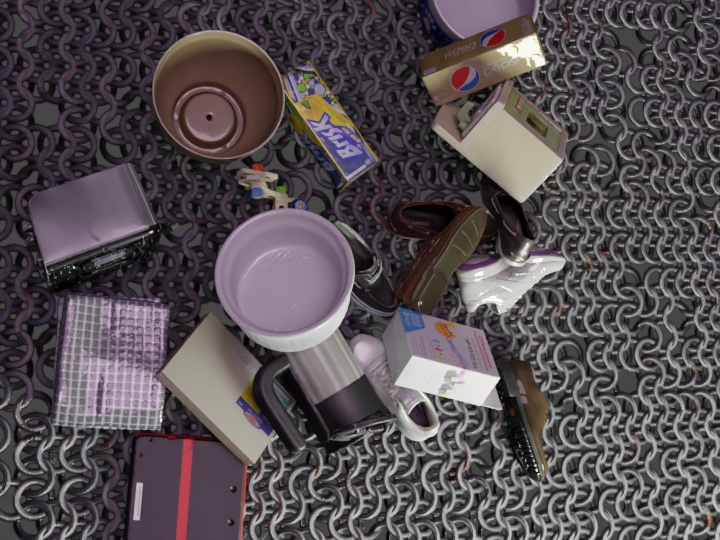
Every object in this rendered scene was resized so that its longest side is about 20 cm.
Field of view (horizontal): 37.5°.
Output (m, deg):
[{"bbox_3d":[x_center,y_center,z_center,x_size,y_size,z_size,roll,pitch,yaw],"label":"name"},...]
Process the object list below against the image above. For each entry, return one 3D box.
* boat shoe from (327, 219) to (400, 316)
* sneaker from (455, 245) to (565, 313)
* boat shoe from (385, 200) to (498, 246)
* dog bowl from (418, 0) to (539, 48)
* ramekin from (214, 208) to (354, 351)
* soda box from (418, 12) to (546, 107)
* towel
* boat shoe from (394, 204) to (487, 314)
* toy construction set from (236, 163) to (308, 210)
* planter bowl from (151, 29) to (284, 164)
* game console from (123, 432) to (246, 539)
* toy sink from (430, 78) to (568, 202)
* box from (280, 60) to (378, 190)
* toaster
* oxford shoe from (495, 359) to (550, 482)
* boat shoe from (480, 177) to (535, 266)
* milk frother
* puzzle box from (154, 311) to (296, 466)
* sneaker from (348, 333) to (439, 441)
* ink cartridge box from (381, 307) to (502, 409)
[{"bbox_3d":[0.000,0.000,1.677,0.200,0.071,0.072,44,63,-22],"label":"boat shoe"},{"bbox_3d":[0.249,0.015,1.768,0.199,0.075,0.100,-12,105,-19],"label":"sneaker"},{"bbox_3d":[0.144,-0.079,1.752,0.199,0.070,0.071,0,76,-17],"label":"boat shoe"},{"bbox_3d":[0.203,-0.466,1.833,0.199,0.079,0.201,3,80,-16],"label":"dog bowl"},{"bbox_3d":[-0.106,0.020,1.541,0.199,0.098,0.202,-1,66,2],"label":"ramekin"},{"bbox_3d":[0.202,-0.348,1.759,0.199,0.068,0.064,-19,43,14],"label":"soda box"},{"bbox_3d":[-0.367,0.132,1.562,0.165,0.086,0.201,5,79,-16],"label":"towel"},{"bbox_3d":[0.124,-0.029,1.692,0.200,0.068,0.072,-53,140,-13],"label":"boat shoe"},{"bbox_3d":[-0.147,-0.064,1.662,0.130,0.092,0.201,3,90,-15],"label":"toy construction set"},{"bbox_3d":[-0.228,-0.253,1.644,0.199,0.135,0.202,3,80,-16],"label":"planter bowl"},{"bbox_3d":[-0.260,0.348,1.586,0.176,0.031,0.201,5,78,-10],"label":"game console"},{"bbox_3d":[0.235,-0.235,1.754,0.200,0.112,0.130,39,30,-5],"label":"toy sink"},{"bbox_3d":[-0.060,-0.234,1.725,0.070,0.064,0.200,-36,90,-19],"label":"box"},{"bbox_3d":[-0.382,-0.059,1.541,0.199,0.181,0.119,-22,85,-17],"label":"toaster"},{"bbox_3d":[0.280,0.242,1.732,0.084,0.073,0.201,-11,84,-22],"label":"oxford shoe"},{"bbox_3d":[0.247,-0.094,1.742,0.066,0.057,0.201,12,43,-22],"label":"boat shoe"},{"bbox_3d":[-0.039,0.166,1.576,0.180,0.200,0.189,-30,89,-48],"label":"milk frother"},{"bbox_3d":[-0.198,0.178,1.589,0.200,0.025,0.133,48,48,-14],"label":"puzzle box"},{"bbox_3d":[0.059,0.178,1.666,0.075,0.100,0.200,-40,91,-16],"label":"sneaker"},{"bbox_3d":[0.143,0.140,1.671,0.199,0.068,0.115,16,34,-22],"label":"ink cartridge box"}]
